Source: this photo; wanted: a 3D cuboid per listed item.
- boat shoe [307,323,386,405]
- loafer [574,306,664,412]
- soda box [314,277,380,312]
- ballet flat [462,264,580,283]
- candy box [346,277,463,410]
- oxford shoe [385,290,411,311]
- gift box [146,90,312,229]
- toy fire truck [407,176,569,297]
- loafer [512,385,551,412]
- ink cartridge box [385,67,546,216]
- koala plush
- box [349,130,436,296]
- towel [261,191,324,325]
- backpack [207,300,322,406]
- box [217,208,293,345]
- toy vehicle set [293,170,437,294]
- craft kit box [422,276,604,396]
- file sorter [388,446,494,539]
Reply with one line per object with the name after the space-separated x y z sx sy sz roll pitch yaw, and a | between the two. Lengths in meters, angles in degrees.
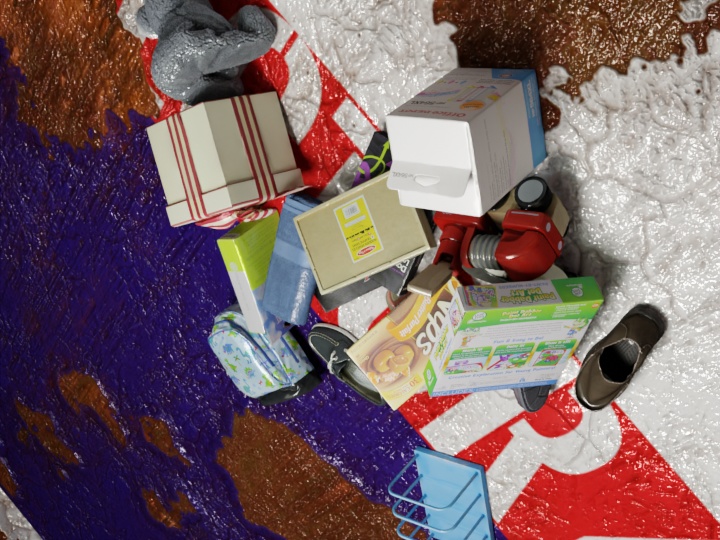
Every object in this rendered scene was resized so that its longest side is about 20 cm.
-0.020 0.162 1.734 0.198 0.060 0.076 28 133 24 | boat shoe
0.343 0.131 1.379 0.073 0.071 0.201 36 136 17 | loafer
0.000 0.000 1.603 0.199 0.063 0.071 -28 98 47 | soda box
0.227 -0.006 1.391 0.198 0.069 0.069 22 158 20 | ballet flat
0.089 0.100 1.505 0.116 0.199 0.055 49 -179 1 | candy box
0.118 0.094 1.575 0.200 0.071 0.074 48 164 3 | oxford shoe
-0.197 -0.169 1.580 0.183 0.198 0.190 -11 95 49 | gift box
0.159 -0.028 1.312 0.174 0.202 0.129 10 157 36 | toy fire truck
0.238 0.110 1.474 0.063 0.071 0.203 22 127 54 | loafer
0.130 -0.163 1.270 0.127 0.200 0.127 10 124 36 | ink cartridge box
-0.265 -0.374 1.518 0.177 0.182 0.202 -45 69 42 | koala plush
0.044 -0.083 1.471 0.142 0.036 0.202 31 111 21 | box
-0.100 -0.019 1.626 0.111 0.048 0.203 27 107 49 | towel
-0.185 0.148 1.829 0.162 0.153 0.203 -20 91 54 | backpack
-0.163 0.011 1.711 0.047 0.122 0.202 1 118 36 | box
0.003 -0.057 1.461 0.198 0.026 0.126 -23 86 29 | toy vehicle set
0.200 0.091 1.338 0.199 0.197 0.049 108 153 -51 | craft kit box
0.139 0.438 1.737 0.137 0.122 0.203 11 125 37 | file sorter
